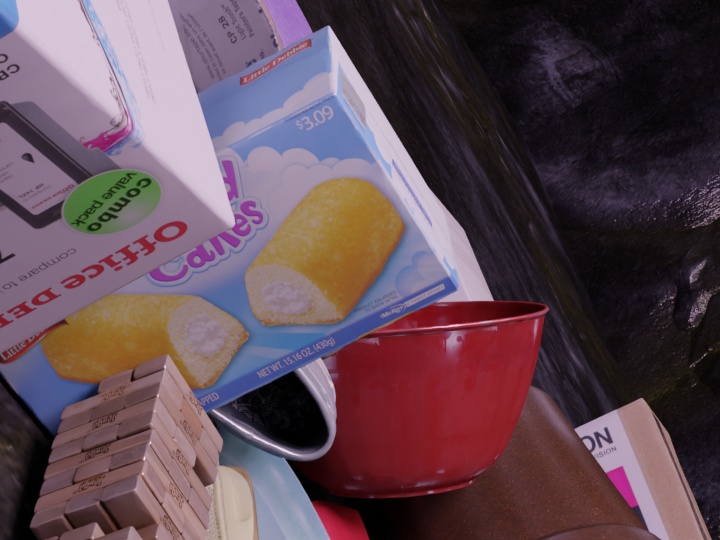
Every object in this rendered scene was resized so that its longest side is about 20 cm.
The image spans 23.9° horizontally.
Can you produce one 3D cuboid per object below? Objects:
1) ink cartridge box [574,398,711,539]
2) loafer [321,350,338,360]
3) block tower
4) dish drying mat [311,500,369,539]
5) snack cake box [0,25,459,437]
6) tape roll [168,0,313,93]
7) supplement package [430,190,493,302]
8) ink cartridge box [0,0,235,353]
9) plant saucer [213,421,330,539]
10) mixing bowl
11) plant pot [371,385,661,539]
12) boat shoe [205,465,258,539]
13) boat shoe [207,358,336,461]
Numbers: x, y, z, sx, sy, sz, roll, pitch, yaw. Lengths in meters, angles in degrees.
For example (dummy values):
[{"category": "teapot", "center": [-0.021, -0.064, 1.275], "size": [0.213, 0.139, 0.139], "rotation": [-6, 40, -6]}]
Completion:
[{"category": "ink cartridge box", "center": [0.160, 0.214, 1.277], "size": [0.075, 0.200, 0.165], "rotation": [49, 17, -53]}, {"category": "loafer", "center": [-0.049, -0.042, 0.960], "size": [0.072, 0.063, 0.201], "rotation": [5, 63, -58]}, {"category": "block tower", "center": [-0.099, 0.120, 0.679], "size": [0.058, 0.054, 0.200], "rotation": [60, 18, -27]}, {"category": "dish drying mat", "center": [0.014, 0.238, 1.047], "size": [0.200, 0.018, 0.077], "rotation": [69, 12, 22]}, {"category": "snack cake box", "center": [-0.071, -0.007, 0.759], "size": [0.115, 0.200, 0.067], "rotation": [55, 16, -31]}, {"category": "tape roll", "center": [-0.107, -0.114, 0.851], "size": [0.200, 0.066, 0.201], "rotation": [33, 38, -31]}, {"category": "supplement package", "center": [0.047, 0.056, 1.332], "size": [0.121, 0.119, 0.200], "rotation": [44, 22, -61]}, {"category": "ink cartridge box", "center": [-0.168, -0.081, 0.637], "size": [0.200, 0.146, 0.146], "rotation": [44, 21, -56]}, {"category": "plant saucer", "center": [-0.040, 0.170, 0.908], "size": [0.201, 0.027, 0.200], "rotation": [63, 7, -13]}, {"category": "mixing bowl", "center": [0.022, 0.081, 1.074], "size": [0.200, 0.199, 0.109], "rotation": [-23, 109, -78]}, {"category": "plant pot", "center": [0.107, 0.196, 1.157], "size": [0.200, 0.200, 0.198], "rotation": [50, 9, -47]}, {"category": "boat shoe", "center": [-0.075, 0.163, 0.735], "size": [0.063, 0.073, 0.201], "rotation": [10, 41, -17]}, {"category": "boat shoe", "center": [-0.083, 0.025, 0.863], "size": [0.201, 0.070, 0.072], "rotation": [41, 6, -23]}]
